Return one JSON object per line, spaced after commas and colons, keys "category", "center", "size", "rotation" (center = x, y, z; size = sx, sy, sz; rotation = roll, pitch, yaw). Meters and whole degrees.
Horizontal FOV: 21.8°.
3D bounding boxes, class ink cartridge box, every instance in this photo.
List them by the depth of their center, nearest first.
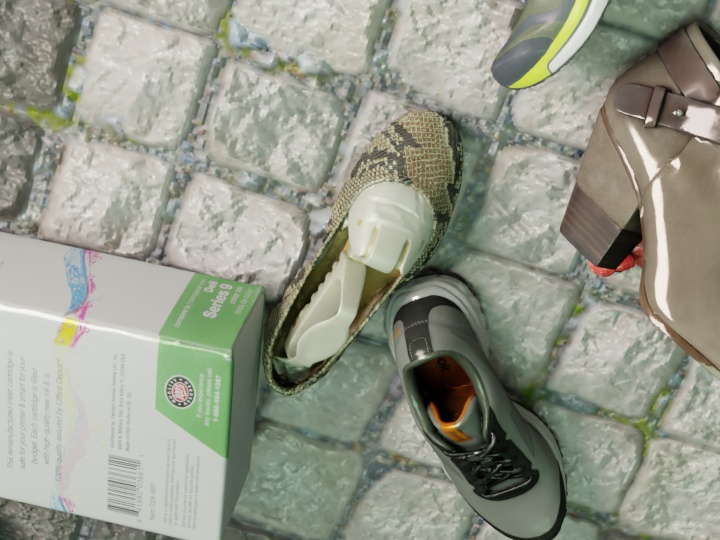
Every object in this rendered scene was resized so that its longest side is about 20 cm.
{"category": "ink cartridge box", "center": [-0.166, 0.069, 1.141], "size": [0.199, 0.088, 0.146], "rotation": [10, 122, 7]}

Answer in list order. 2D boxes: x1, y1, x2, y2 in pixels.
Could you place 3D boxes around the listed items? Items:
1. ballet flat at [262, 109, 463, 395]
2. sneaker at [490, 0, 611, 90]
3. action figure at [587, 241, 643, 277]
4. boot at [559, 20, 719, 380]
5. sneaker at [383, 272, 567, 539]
{"category": "ballet flat", "center": [0.000, 0.000, 1.100], "size": [0.068, 0.075, 0.200], "rotation": [29, 120, -9]}
{"category": "sneaker", "center": [0.107, -0.189, 0.982], "size": [0.081, 0.074, 0.201], "rotation": [23, 114, -1]}
{"category": "action figure", "center": [0.231, -0.018, 1.085], "size": [0.199, 0.052, 0.066], "rotation": [-6, 125, 12]}
{"category": "boot", "center": [0.206, -0.033, 1.019], "size": [0.200, 0.070, 0.147], "rotation": [41, 108, 16]}
{"category": "sneaker", "center": [0.069, 0.100, 1.155], "size": [0.074, 0.080, 0.201], "rotation": [-22, 119, 16]}
